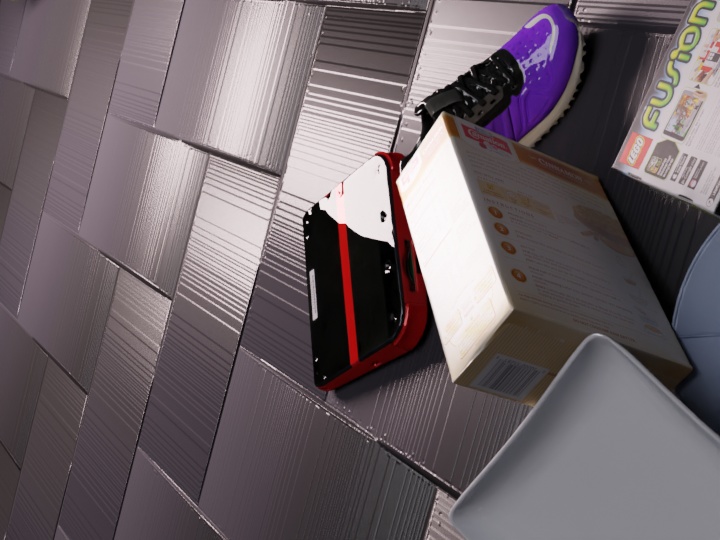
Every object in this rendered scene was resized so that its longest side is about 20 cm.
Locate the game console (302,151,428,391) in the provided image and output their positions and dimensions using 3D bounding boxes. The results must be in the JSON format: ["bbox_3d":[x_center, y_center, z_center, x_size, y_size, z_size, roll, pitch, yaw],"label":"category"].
[{"bbox_3d":[0.000,0.000,1.060,0.176,0.031,0.203,-36,53,50],"label":"game console"}]

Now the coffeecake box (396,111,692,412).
[{"bbox_3d":[0.120,-0.002,0.749,0.073,0.151,0.202,-53,32,33],"label":"coffeecake box"}]

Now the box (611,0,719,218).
[{"bbox_3d":[0.251,-0.140,0.707,0.203,0.034,0.110,-66,30,10],"label":"box"}]

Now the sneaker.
[{"bbox_3d":[0.100,-0.134,0.886,0.201,0.098,0.070,-56,43,30],"label":"sneaker"}]

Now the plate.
[{"bbox_3d":[0.177,0.164,0.682,0.199,0.032,0.201,42,128,16],"label":"plate"}]

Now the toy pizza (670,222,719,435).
[{"bbox_3d":[0.273,0.039,0.653,0.199,0.031,0.204,-28,55,49],"label":"toy pizza"}]
